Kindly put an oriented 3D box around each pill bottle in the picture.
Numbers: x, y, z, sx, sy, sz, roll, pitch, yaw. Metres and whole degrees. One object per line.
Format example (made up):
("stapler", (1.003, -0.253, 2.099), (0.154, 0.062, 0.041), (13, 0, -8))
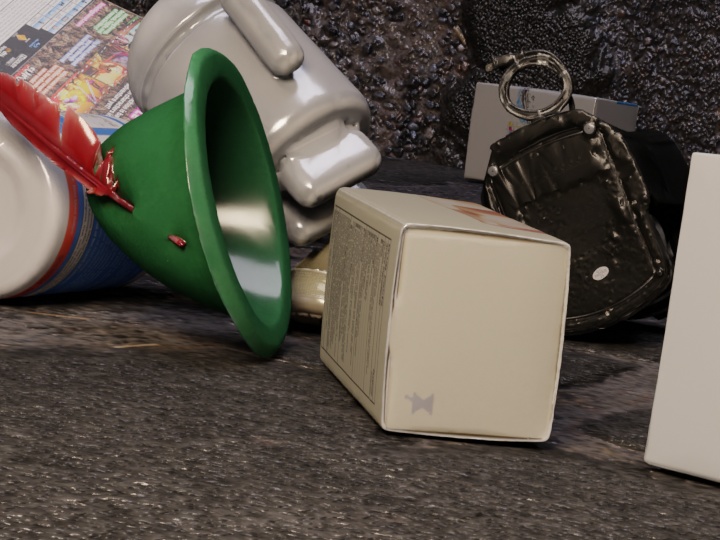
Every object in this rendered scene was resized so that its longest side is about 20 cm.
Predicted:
("pill bottle", (-0.181, -0.041, 1.355), (0.112, 0.113, 0.200), (10, 6, 25))

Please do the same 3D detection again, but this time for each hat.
("hat", (-0.147, -0.033, 1.233), (0.175, 0.201, 0.166), (-12, -23, 12))

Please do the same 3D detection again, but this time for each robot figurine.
("robot figurine", (-0.072, -0.109, 1.398), (0.113, 0.170, 0.200), (-27, 63, -32))

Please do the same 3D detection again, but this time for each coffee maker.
("coffee maker", (0.171, -0.056, 1.554), (0.134, 0.193, 0.200), (1, 3, 17))

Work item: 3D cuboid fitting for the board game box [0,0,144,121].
("board game box", (-0.213, -0.121, 1.603), (0.199, 0.097, 0.160), (26, 36, 7))

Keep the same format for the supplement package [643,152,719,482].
("supplement package", (0.259, 0.030, 1.051), (0.151, 0.152, 0.200), (13, 8, 36))

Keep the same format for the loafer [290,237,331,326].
("loafer", (0.000, 0.000, 1.399), (0.075, 0.069, 0.200), (9, 6, 15))

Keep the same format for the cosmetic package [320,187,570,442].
("cosmetic package", (0.039, 0.018, 1.122), (0.087, 0.104, 0.200), (6, 7, -10))

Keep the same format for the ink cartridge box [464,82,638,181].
("ink cartridge box", (0.275, -0.188, 3.173), (0.199, 0.145, 0.147), (11, 6, 32))
